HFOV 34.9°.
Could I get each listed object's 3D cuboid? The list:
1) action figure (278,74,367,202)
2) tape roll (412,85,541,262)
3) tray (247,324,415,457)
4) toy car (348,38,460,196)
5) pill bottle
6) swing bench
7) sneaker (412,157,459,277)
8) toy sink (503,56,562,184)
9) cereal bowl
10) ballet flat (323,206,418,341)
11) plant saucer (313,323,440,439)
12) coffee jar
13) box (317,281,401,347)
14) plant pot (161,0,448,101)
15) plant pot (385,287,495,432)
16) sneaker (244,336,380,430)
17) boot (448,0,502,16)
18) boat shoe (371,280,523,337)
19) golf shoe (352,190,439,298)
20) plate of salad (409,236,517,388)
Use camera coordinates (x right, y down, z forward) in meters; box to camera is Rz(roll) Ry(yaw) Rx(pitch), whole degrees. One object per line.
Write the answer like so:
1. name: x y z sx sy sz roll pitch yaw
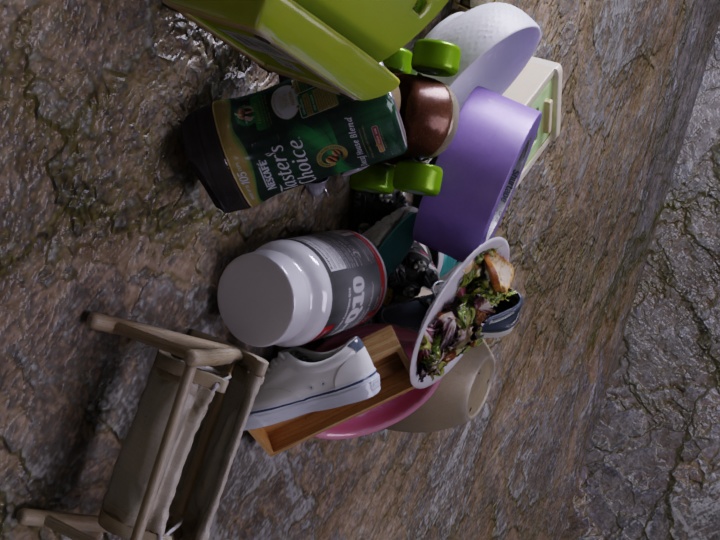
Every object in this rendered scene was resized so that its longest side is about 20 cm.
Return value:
1. action figure: -0.054 -0.165 1.139 0.129 0.069 0.202 -13 112 -20
2. tape roll: 0.140 -0.112 1.372 0.200 0.084 0.202 24 90 -80
3. tray: -0.036 0.140 1.323 0.198 0.037 0.099 -26 144 2
4. toy car: -0.006 -0.181 1.246 0.198 0.157 0.167 10 88 -39
5. pill bottle: -0.061 0.020 1.245 0.199 0.113 0.115 -15 120 -62
6. swing bench: -0.182 0.160 1.069 0.200 0.129 0.201 20 88 -66
7. sneaker: 0.133 -0.083 1.616 0.120 0.083 0.202 -23 135 -53
8. toy sink: 0.226 -0.237 1.675 0.200 0.111 0.131 -51 149 -38
9. cereal bowl: 0.122 -0.251 1.399 0.200 0.083 0.200 -39 165 -12
10. ballet flat: 0.000 0.000 1.400 0.201 0.071 0.072 -60 156 3
11. plant saucer: 0.003 0.131 1.407 0.198 0.051 0.202 -15 144 -11
12. coffee jar: -0.062 -0.126 1.061 0.105 0.198 0.086 64 8 -59
13. box: 0.012 0.078 1.530 0.200 0.040 0.138 24 86 -66
14. plant pot: -0.046 -0.263 0.950 0.198 0.199 0.183 26 91 -48
15. plant pot: 0.105 0.138 1.559 0.200 0.133 0.202 -45 145 -44
16. sneaker: -0.077 0.119 1.231 0.073 0.198 0.072 -42 115 -78
17. boot: 0.132 -0.366 1.439 0.155 0.072 0.202 16 100 -61
18. boat shoe: 0.114 0.055 1.476 0.062 0.197 0.076 106 -19 -52
19. golf shoe: 0.038 -0.054 1.474 0.089 0.076 0.201 -101 168 -49
20. plate of salad: 0.124 0.055 1.325 0.200 0.048 0.201 -46 154 -29
